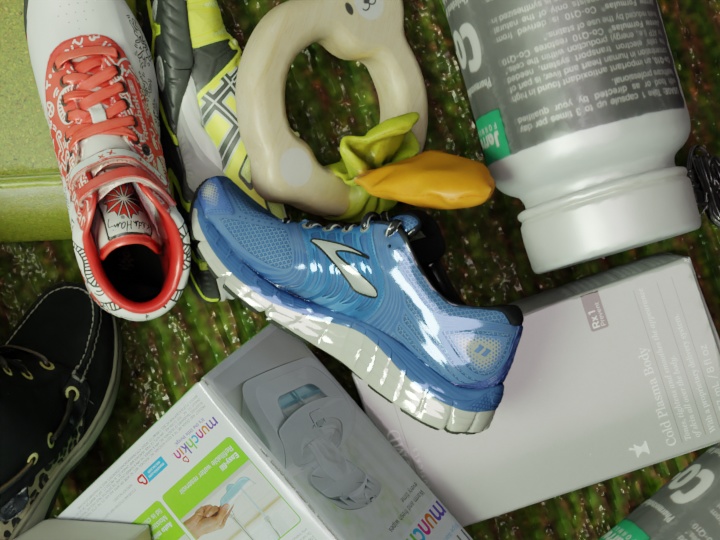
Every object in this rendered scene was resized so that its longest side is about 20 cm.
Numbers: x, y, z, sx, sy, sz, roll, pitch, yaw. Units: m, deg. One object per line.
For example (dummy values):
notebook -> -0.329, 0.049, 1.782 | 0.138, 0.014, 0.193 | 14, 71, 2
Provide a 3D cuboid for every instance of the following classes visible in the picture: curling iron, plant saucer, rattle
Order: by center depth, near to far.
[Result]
rattle -> 0.007, -0.133, 0.822 | 0.129, 0.143, 0.202 | 11, 82, -17
curling iron -> 0.245, 0.014, 0.873 | 0.050, 0.026, 0.200 | -39, 93, -35
plant saucer -> -0.232, -0.116, 0.883 | 0.198, 0.048, 0.201 | -3, 90, 3

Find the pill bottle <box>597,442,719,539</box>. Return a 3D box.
pill bottle -> 0.189, 0.174, 0.823 | 0.200, 0.113, 0.113 | -38, 89, -7

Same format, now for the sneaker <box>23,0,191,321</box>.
sneaker -> -0.133, -0.071, 0.806 | 0.067, 0.108, 0.203 | -11, 99, -13

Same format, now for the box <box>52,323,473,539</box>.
box -> -0.065, 0.161, 0.812 | 0.177, 0.097, 0.200 | 47, 122, 2

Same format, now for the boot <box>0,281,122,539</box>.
boot -> -0.197, 0.049, 0.792 | 0.073, 0.154, 0.204 | 3, 47, 19

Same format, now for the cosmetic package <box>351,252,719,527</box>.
cosmetic package -> 0.101, 0.070, 0.852 | 0.199, 0.090, 0.108 | -21, 93, 0

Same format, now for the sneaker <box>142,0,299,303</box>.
sneaker -> -0.080, -0.085, 0.875 | 0.076, 0.075, 0.202 | -11, 92, -18

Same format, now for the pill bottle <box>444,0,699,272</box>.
pill bottle -> 0.115, -0.108, 0.826 | 0.112, 0.113, 0.201 | -15, 87, 2

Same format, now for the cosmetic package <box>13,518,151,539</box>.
cosmetic package -> -0.145, 0.238, 0.758 | 0.071, 0.105, 0.202 | -2, 104, 26

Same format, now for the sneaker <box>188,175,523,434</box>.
sneaker -> 0.000, 0.000, 0.786 | 0.199, 0.078, 0.090 | 31, 98, 16
